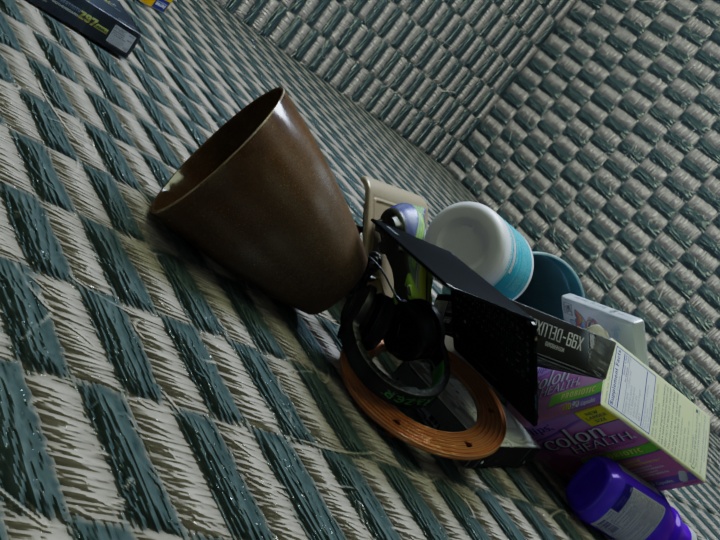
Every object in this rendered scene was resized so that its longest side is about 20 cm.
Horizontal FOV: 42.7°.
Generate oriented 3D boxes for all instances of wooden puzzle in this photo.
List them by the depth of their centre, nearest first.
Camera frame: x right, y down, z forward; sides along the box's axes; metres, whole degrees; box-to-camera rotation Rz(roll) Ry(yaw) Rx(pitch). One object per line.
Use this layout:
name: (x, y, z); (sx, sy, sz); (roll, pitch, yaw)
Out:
wooden puzzle: (0.041, -0.014, 1.241); (0.037, 0.204, 0.184); (-4, -6, 27)

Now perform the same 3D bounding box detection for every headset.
headset: (0.025, 0.065, 0.997); (0.122, 0.094, 0.202); (16, 44, -29)

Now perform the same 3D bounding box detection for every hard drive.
hard drive: (0.130, 0.172, 1.104); (0.140, 0.038, 0.199); (47, 15, 30)

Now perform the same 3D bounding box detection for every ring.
ring: (0.066, 0.132, 0.988); (0.198, 0.019, 0.201); (22, 27, -11)

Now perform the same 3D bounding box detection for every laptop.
laptop: (0.100, 0.054, 0.978); (0.102, 0.203, 0.177); (-16, 30, -18)

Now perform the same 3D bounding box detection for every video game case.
video game case: (0.360, 0.148, 1.342); (0.182, 0.023, 0.204); (-153, -130, -68)

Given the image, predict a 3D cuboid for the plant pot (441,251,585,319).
plant pot: (0.225, 0.054, 1.475); (0.199, 0.202, 0.188); (34, -2, -24)

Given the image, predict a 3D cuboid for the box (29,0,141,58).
box: (-0.447, -0.423, 1.417); (0.199, 0.051, 0.158); (29, 16, -41)

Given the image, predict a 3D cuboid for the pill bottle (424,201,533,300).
pill bottle: (0.162, -0.015, 1.198); (0.111, 0.111, 0.199); (45, 10, 24)

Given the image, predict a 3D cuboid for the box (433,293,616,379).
box: (0.192, 0.079, 1.137); (0.156, 0.051, 0.200); (22, -7, -19)

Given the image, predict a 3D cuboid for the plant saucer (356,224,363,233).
plant saucer: (-0.089, -0.082, 1.224); (0.197, 0.030, 0.200); (22, 2, -1)

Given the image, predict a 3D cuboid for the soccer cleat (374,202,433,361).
soccer cleat: (0.073, 0.014, 1.178); (0.083, 0.204, 0.064); (-14, 8, -41)

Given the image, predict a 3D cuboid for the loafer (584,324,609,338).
loafer: (0.335, 0.153, 1.274); (0.202, 0.074, 0.070); (74, 30, -43)

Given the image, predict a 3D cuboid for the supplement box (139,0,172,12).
supplement box: (-0.435, -0.689, 2.011); (0.109, 0.201, 0.109); (41, 13, 13)

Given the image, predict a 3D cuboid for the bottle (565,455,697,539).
bottle: (0.350, 0.310, 1.168); (0.199, 0.084, 0.065); (33, 14, -26)

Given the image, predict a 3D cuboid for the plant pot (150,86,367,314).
plant pot: (-0.088, -0.055, 0.982); (0.200, 0.186, 0.187); (49, 9, -21)

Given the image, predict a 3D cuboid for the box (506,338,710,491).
box: (0.318, 0.202, 1.195); (0.199, 0.175, 0.098); (36, 53, -20)

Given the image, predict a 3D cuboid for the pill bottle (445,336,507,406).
pill bottle: (0.206, 0.124, 1.312); (0.199, 0.114, 0.114); (35, 13, -24)
